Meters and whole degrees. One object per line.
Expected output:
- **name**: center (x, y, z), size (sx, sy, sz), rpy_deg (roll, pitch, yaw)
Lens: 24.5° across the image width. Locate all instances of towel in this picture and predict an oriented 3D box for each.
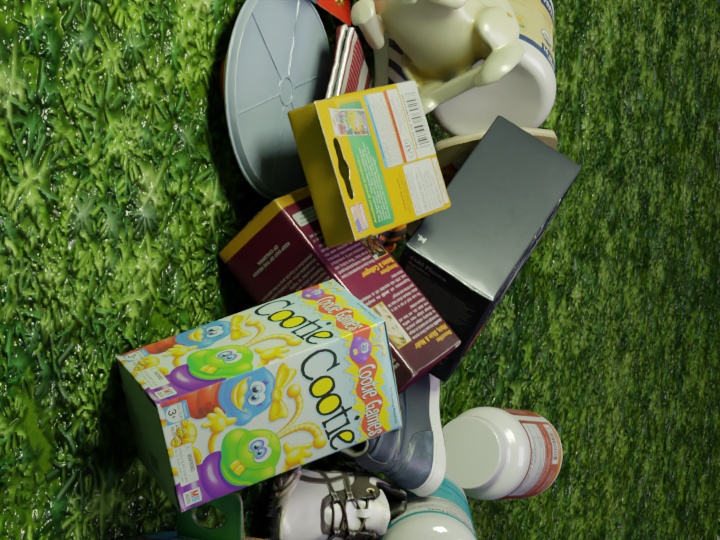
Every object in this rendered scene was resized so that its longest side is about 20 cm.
- **towel**: center (-0.016, -0.135, 1.618), size (0.200, 0.023, 0.145), rpy_deg (67, 32, -70)

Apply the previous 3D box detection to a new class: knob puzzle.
- **knob puzzle**: center (0.119, -0.108, 1.797), size (0.220, 0.219, 0.031), rpy_deg (39, 28, -60)

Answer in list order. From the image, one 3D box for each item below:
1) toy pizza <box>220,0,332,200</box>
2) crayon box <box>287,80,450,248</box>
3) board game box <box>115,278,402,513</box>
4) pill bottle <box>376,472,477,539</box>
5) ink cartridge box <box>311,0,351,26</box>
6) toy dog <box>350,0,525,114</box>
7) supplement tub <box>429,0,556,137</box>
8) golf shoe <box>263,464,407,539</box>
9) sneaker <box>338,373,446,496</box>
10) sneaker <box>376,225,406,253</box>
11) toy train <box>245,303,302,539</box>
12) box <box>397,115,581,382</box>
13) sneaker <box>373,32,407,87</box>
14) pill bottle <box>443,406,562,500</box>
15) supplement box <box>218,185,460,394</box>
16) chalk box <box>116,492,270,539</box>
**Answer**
- **toy pizza**: center (-0.081, -0.165, 1.521), size (0.200, 0.032, 0.201), rpy_deg (-12, 104, -63)
- **crayon box**: center (0.003, -0.096, 1.487), size (0.200, 0.051, 0.126), rpy_deg (-22, 96, -61)
- **board game box**: center (-0.082, 0.098, 1.352), size (0.199, 0.105, 0.103), rpy_deg (-19, 117, -21)
- **pill bottle**: center (0.067, 0.288, 1.728), size (0.200, 0.110, 0.111), rpy_deg (-97, -177, -74)
- **ink cartridge box**: center (-0.038, -0.335, 1.534), size (0.200, 0.047, 0.161), rpy_deg (25, 59, -61)
- **toy dog**: center (0.070, -0.277, 1.597), size (0.200, 0.139, 0.194), rpy_deg (56, 48, -15)
- **supplement tub**: center (0.142, -0.250, 1.819), size (0.200, 0.144, 0.145), rpy_deg (-85, 161, -45)
- **golf shoe**: center (-0.023, 0.232, 1.633), size (0.200, 0.094, 0.078), rpy_deg (-14, 107, -62)
- **sneaker**: center (0.012, 0.122, 1.709), size (0.146, 0.077, 0.203), rpy_deg (25, 40, -37)
- **sneaker**: center (0.000, 0.000, 1.623), size (0.112, 0.077, 0.201), rpy_deg (-38, 149, -58)
- **toy train**: center (-0.080, 0.136, 1.519), size (0.116, 0.084, 0.201), rpy_deg (33, 64, -50)
- **box**: center (0.114, -0.020, 1.695), size (0.200, 0.104, 0.182), rpy_deg (-54, 172, -31)
- **sneaker**: center (0.057, -0.206, 1.699), size (0.075, 0.084, 0.201), rpy_deg (46, 40, -80)
- **pill bottle**: center (0.164, 0.222, 2.010), size (0.200, 0.112, 0.113), rpy_deg (15, 80, -64)
- **supplement box**: center (-0.018, 0.026, 1.497), size (0.200, 0.086, 0.110), rpy_deg (51, 29, 5)
- **chalk box**: center (-0.128, 0.280, 1.375), size (0.124, 0.124, 0.201), rpy_deg (9, 87, -65)
